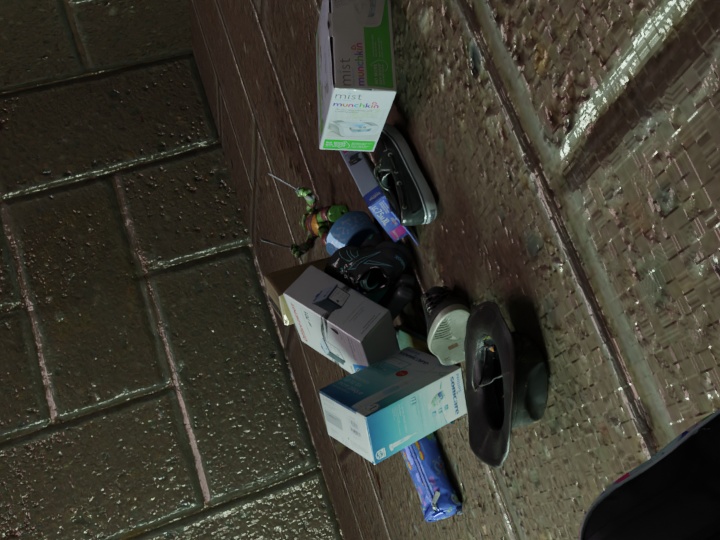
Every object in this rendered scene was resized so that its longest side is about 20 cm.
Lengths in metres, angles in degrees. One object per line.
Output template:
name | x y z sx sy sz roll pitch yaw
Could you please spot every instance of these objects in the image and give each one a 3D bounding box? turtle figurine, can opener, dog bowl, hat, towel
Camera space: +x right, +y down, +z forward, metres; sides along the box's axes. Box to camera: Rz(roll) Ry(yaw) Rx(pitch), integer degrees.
turtle figurine | -0.122 -0.103 1.731 0.199 0.146 0.192 34 167 -34
can opener | 0.063 0.079 1.422 0.201 0.065 0.054 126 159 -53
dog bowl | -0.005 -0.016 1.507 0.049 0.110 0.204 38 143 44
hat | 0.189 0.141 0.970 0.200 0.079 0.206 -179 90 -78
towel | 0.117 0.184 1.411 0.200 0.021 0.150 -161 57 -72

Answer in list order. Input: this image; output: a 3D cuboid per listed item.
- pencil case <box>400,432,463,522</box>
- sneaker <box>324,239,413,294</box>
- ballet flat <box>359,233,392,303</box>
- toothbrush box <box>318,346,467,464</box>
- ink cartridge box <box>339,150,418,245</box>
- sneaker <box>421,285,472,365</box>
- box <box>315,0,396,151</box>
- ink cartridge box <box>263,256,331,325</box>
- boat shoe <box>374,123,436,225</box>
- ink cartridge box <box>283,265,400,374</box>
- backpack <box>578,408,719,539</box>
pencil case | 0.124 0.370 1.455 0.087 0.077 0.204 32 -146 -66
sneaker | 0.000 0.000 1.365 0.198 0.080 0.076 -16 123 43
ballet flat | 0.036 0.012 1.472 0.073 0.072 0.203 -122 16 -48
toothbrush box | 0.054 0.214 1.267 0.145 0.197 0.087 16 121 56
ink cartridge box | 0.026 -0.132 1.302 0.119 0.042 0.202 47 -168 -54
sneaker | 0.116 0.060 1.118 0.201 0.073 0.108 73 177 -66
box | -0.014 -0.309 1.147 0.177 0.094 0.205 117 152 -68
ink cartridge box | -0.103 0.039 1.744 0.165 0.196 0.077 -140 37 -66
boat shoe | 0.054 -0.151 1.198 0.069 0.055 0.202 93 157 -52
ink cartridge box | -0.031 0.100 1.394 0.198 0.086 0.148 27 150 34
backpack | 0.259 0.210 0.541 0.179 0.197 0.152 59 180 41
